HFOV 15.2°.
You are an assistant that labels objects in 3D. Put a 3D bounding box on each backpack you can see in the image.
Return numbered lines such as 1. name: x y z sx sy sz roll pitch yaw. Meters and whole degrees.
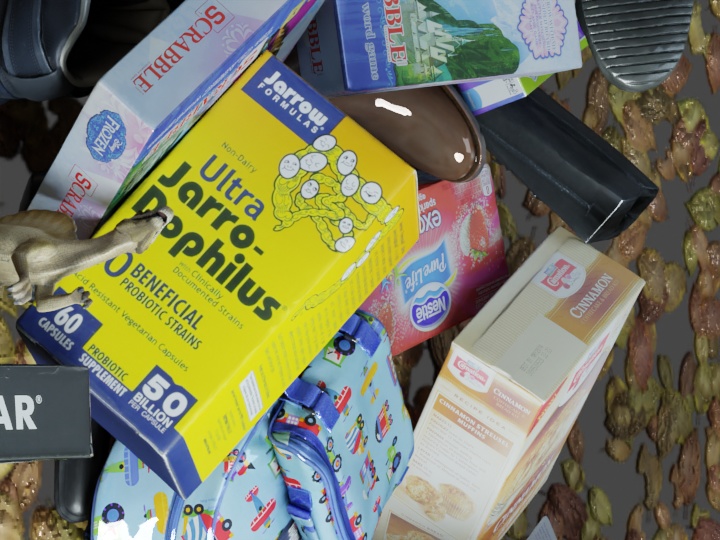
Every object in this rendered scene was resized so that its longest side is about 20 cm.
1. backpack: -0.069 0.126 1.535 0.183 0.134 0.201 79 31 -44

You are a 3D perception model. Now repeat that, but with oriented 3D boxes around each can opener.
1. can opener: -0.157 0.044 1.534 0.063 0.078 0.202 148 -57 -88

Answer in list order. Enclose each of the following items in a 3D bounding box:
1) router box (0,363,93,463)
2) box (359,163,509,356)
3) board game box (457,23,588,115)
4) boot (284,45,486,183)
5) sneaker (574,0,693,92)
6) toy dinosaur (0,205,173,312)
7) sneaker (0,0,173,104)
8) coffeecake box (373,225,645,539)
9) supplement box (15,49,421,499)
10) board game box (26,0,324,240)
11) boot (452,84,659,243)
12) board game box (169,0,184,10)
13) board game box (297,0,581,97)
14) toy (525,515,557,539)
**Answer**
1. router box: -0.251 0.073 1.314 0.199 0.148 0.051 2 84 -53
2. box: 0.000 0.000 1.707 0.200 0.099 0.096 -24 105 -53
3. board game box: 0.075 -0.217 1.726 0.134 0.045 0.201 -41 108 -53
4. boot: -0.038 -0.091 1.635 0.200 0.186 0.064 -31 156 -54
5. sneaker: 0.160 -0.188 1.709 0.089 0.074 0.201 105 -20 -59
6. toy dinosaur: -0.193 -0.007 1.369 0.101 0.199 0.059 -58 149 -51
7. sneaker: -0.156 -0.174 1.473 0.077 0.145 0.203 42 53 -41
8. coffeecake box: 0.093 0.094 1.754 0.154 0.073 0.201 -45 162 -46
9. supplement box: -0.072 0.004 1.430 0.200 0.109 0.110 -49 167 -12
10. board game box: -0.092 -0.100 1.445 0.041 0.200 0.200 42 58 1
11. boot: 0.122 -0.108 1.805 0.165 0.200 0.066 -32 154 -53
12. board game box: -0.098 -0.246 1.519 0.056 0.200 0.167 8 79 -18
13. board game box: 0.039 -0.210 1.594 0.199 0.041 0.202 -10 94 -42
14. toy: 0.080 0.273 1.835 0.200 0.047 0.116 -50 129 -38
